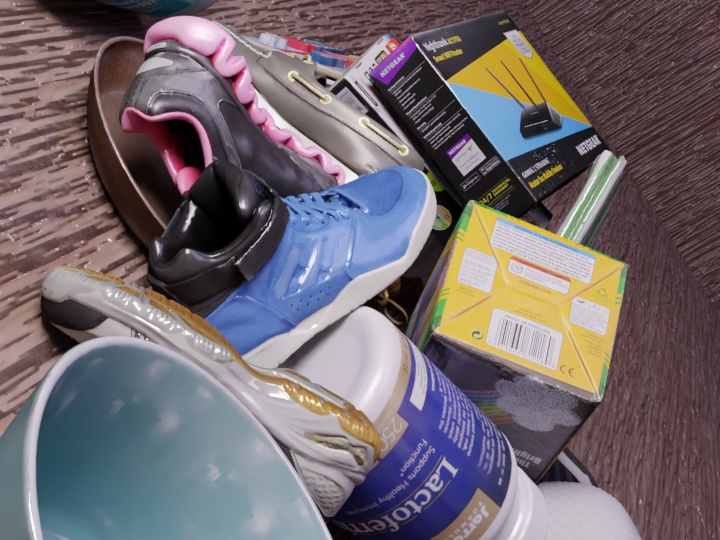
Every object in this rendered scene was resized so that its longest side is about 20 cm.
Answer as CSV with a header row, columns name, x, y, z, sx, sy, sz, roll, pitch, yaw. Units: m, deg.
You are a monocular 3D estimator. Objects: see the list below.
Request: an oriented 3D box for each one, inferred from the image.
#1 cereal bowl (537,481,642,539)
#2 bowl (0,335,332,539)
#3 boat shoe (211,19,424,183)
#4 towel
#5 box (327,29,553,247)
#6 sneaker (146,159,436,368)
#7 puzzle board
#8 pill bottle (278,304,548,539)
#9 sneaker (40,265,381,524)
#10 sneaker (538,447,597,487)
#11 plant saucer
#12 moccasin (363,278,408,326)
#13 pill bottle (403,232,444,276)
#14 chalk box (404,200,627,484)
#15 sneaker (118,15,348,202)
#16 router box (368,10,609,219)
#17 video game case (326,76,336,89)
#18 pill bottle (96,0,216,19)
name,x,y,z,sx,sy,sz,roll,pitch,yaw
cereal bowl,0.171,0.247,0.903,0.200,0.083,0.201,-4,90,-81
bowl,-0.095,0.138,0.513,0.201,0.105,0.201,47,23,-28
boat shoe,-0.043,-0.113,0.906,0.202,0.060,0.072,42,-12,17
towel,0.165,-0.002,1.062,0.023,0.153,0.200,28,-13,11
box,0.061,-0.082,0.984,0.200,0.035,0.110,48,33,-8
sneaker,-0.039,-0.028,0.763,0.077,0.200,0.112,26,-33,46
puzzle board,-0.013,-0.187,1.172,0.150,0.017,0.200,20,13,15
pill bottle,0.028,0.121,0.816,0.200,0.115,0.116,44,24,-34
sneaker,-0.089,0.074,0.673,0.199,0.088,0.076,32,3,-7
sneaker,0.138,0.177,1.104,0.083,0.072,0.200,-52,126,-28
plant saucer,-0.117,-0.060,0.852,0.201,0.037,0.201,49,21,-26
moccasin,0.000,0.001,0.937,0.202,0.077,0.074,-65,158,-54
pill bottle,0.061,-0.054,1.119,0.116,0.115,0.200,61,24,9
chalk box,0.091,0.072,0.927,0.124,0.200,0.124,22,52,-2
sneaker,-0.079,-0.060,0.814,0.200,0.079,0.096,47,45,-28
router box,0.105,-0.119,0.988,0.149,0.051,0.200,53,30,3
video game case,0.008,-0.153,1.129,0.199,0.018,0.143,21,12,16
pill bottle,-0.170,-0.238,0.874,0.111,0.111,0.200,62,21,9
